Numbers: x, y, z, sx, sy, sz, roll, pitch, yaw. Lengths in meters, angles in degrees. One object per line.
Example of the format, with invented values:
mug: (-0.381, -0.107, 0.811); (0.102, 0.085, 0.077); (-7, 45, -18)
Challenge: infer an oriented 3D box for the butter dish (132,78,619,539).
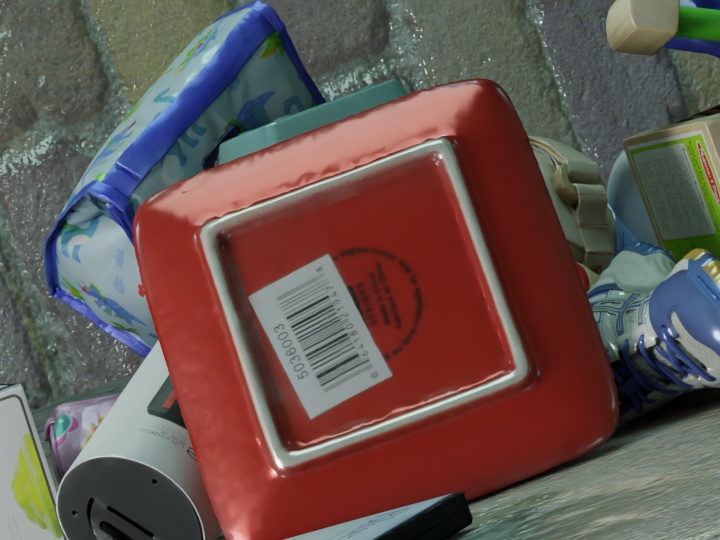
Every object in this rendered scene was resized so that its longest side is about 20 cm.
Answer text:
butter dish: (0.011, 0.038, 1.432); (0.198, 0.201, 0.148); (-20, -20, 1)

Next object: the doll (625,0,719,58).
doll: (0.245, -0.122, 1.598); (0.199, 0.049, 0.136); (12, 23, 19)

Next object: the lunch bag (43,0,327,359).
lunch bag: (-0.106, -0.057, 1.824); (0.170, 0.127, 0.200); (-52, -15, -24)

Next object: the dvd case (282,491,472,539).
dvd case: (-0.066, 0.143, 1.268); (0.199, 0.018, 0.142); (-18, 3, 34)

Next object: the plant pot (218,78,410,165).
plant pot: (0.000, 0.000, 1.732); (0.141, 0.201, 0.141); (-22, 3, -23)

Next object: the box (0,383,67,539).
box: (-0.212, 0.128, 1.681); (0.060, 0.117, 0.200); (-18, 1, -12)

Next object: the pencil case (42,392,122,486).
pencil case: (-0.097, 0.094, 1.841); (0.199, 0.088, 0.087); (-21, 3, -4)

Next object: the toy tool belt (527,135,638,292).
toy tool belt: (0.109, 0.004, 1.601); (0.125, 0.123, 0.200); (-54, 34, 8)

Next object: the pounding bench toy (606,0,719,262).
pounding bench toy: (0.226, -0.072, 1.468); (0.155, 0.201, 0.124); (-21, 2, -13)

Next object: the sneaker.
sneaker: (0.145, 0.042, 1.399); (0.088, 0.075, 0.200); (-43, 8, -7)

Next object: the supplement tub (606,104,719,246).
supplement tub: (0.247, -0.045, 1.637); (0.199, 0.123, 0.122); (-22, 3, -27)

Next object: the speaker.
speaker: (-0.080, 0.072, 1.488); (0.081, 0.081, 0.200); (-19, 22, 31)
